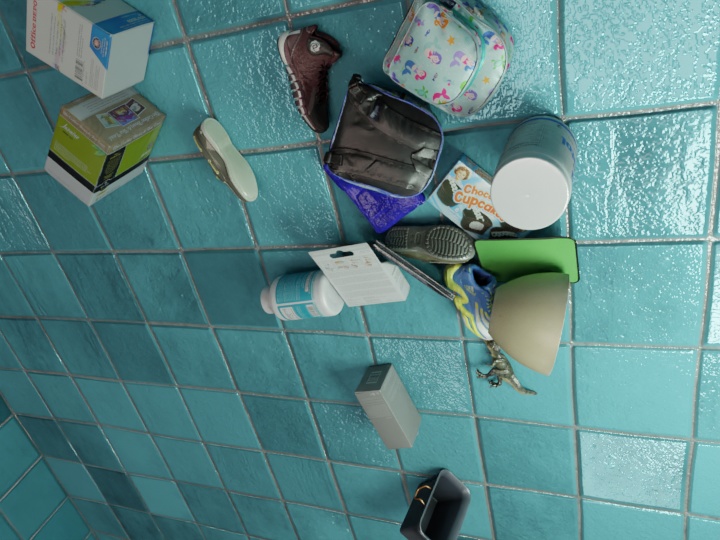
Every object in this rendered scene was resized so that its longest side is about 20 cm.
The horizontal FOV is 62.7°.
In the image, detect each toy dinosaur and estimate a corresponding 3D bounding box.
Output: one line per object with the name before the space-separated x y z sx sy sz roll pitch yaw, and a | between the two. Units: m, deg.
toy dinosaur | 0.327 0.241 1.386 0.087 0.048 0.201 -29 110 29

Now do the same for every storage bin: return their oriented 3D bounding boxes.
storage bin | 0.193 0.673 1.649 0.145 0.201 0.134 43 138 -8

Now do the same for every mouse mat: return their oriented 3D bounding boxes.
mouse mat | 0.335 -0.018 1.188 0.196 0.008 0.162 -1 147 23

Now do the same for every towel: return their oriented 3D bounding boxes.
towel | 0.025 -0.182 1.234 0.200 0.050 0.147 47 129 -11

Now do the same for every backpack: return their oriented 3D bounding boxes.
backpack | 0.053 -0.241 1.103 0.197 0.147 0.186 21 107 1
backpack | 0.153 -0.364 0.998 0.198 0.151 0.178 31 128 -4

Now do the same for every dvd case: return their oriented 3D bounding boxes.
dvd case | 0.108 -0.001 1.269 0.198 0.149 0.016 36 91 -1

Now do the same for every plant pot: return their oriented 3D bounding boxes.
plant pot | 0.329 0.093 1.180 0.132 0.201 0.203 12 126 14

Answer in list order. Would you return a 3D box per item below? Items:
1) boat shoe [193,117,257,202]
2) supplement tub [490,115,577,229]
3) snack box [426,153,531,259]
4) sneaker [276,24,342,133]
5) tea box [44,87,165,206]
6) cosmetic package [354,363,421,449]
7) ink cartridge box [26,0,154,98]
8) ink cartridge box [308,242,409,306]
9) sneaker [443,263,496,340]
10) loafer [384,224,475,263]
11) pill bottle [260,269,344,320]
boat shoe | -0.304 -0.240 1.333 0.060 0.072 0.204 -22 105 36
supplement tub | 0.301 -0.173 1.016 0.129 0.201 0.134 11 127 16
snack box | 0.244 -0.125 1.179 0.199 0.037 0.117 37 130 -3
sneaker | -0.076 -0.372 1.138 0.114 0.076 0.203 -10 116 26
tea box | -0.576 -0.291 1.337 0.133 0.201 0.197 39 128 -5
cosmetic package | 0.076 0.356 1.537 0.089 0.107 0.202 -12 114 30
ink cartridge box | -0.564 -0.492 1.232 0.198 0.145 0.148 32 129 1
ink cartridge box | 0.000 0.000 1.333 0.160 0.058 0.201 -8 132 31
sneaker | 0.257 0.067 1.259 0.201 0.076 0.104 53 152 -15
loafer | 0.151 -0.055 1.254 0.197 0.077 0.070 11 168 25
pill bottle | -0.145 0.061 1.435 0.197 0.111 0.112 -7 119 28
